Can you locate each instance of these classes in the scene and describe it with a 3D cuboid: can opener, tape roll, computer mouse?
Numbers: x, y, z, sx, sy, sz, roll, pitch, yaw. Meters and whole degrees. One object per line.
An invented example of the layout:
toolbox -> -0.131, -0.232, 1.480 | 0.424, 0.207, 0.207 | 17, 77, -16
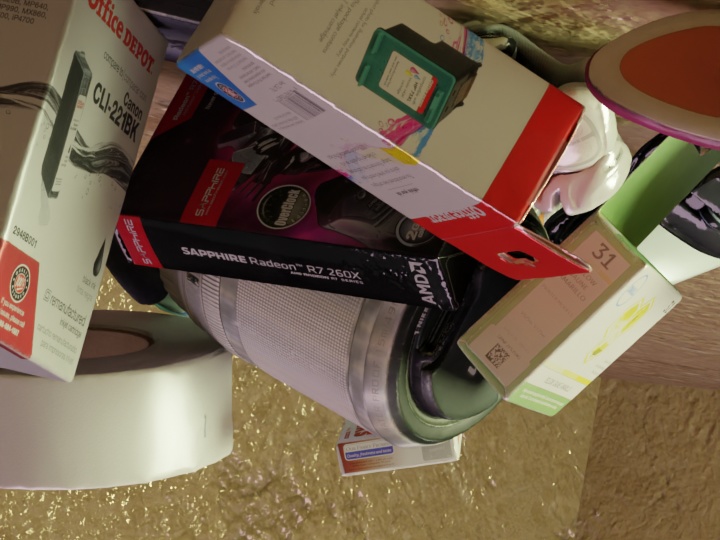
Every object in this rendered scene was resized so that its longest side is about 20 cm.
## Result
can opener -> -0.154, -0.031, 1.348 | 0.079, 0.063, 0.200 | -24, 161, 5
tape roll -> -0.178, 0.076, 1.415 | 0.202, 0.071, 0.202 | 0, -171, 0
computer mouse -> 0.210, -0.020, 1.429 | 0.200, 0.046, 0.140 | 15, 139, -44

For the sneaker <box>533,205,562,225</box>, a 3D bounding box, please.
sneaker -> 0.092, -0.064, 1.438 | 0.077, 0.078, 0.200 | 19, 172, 14

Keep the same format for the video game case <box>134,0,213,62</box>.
video game case -> -0.045, -0.124, 1.309 | 0.200, 0.019, 0.143 | 11, 175, -18

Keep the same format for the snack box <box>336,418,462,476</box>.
snack box -> 0.029, 0.094, 1.459 | 0.072, 0.024, 0.200 | -9, -173, 5

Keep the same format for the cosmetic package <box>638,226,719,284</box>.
cosmetic package -> 0.148, -0.017, 1.601 | 0.151, 0.052, 0.200 | -17, -168, -34

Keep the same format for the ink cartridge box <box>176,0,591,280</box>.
ink cartridge box -> 0.023, -0.074, 1.066 | 0.200, 0.067, 0.116 | 32, 171, -12

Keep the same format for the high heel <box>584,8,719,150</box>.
high heel -> 0.197, -0.072, 1.069 | 0.200, 0.067, 0.096 | 7, 165, -4

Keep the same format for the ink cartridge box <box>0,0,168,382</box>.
ink cartridge box -> -0.179, -0.058, 1.178 | 0.084, 0.200, 0.144 | 11, 169, 14

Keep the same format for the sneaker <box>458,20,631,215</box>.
sneaker -> 0.045, -0.098, 1.179 | 0.200, 0.075, 0.081 | 19, 146, 24

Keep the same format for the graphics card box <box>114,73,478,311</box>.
graphics card box -> -0.022, -0.050, 1.248 | 0.200, 0.125, 0.051 | 10, 143, 24

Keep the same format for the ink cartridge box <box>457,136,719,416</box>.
ink cartridge box -> 0.148, -0.008, 1.234 | 0.048, 0.200, 0.146 | 49, -174, 15

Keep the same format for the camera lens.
camera lens -> 0.000, 0.000, 1.350 | 0.200, 0.160, 0.160 | 27, -174, 34

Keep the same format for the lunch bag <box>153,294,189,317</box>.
lunch bag -> -0.039, -0.039, 1.508 | 0.200, 0.160, 0.077 | 10, -155, -18
